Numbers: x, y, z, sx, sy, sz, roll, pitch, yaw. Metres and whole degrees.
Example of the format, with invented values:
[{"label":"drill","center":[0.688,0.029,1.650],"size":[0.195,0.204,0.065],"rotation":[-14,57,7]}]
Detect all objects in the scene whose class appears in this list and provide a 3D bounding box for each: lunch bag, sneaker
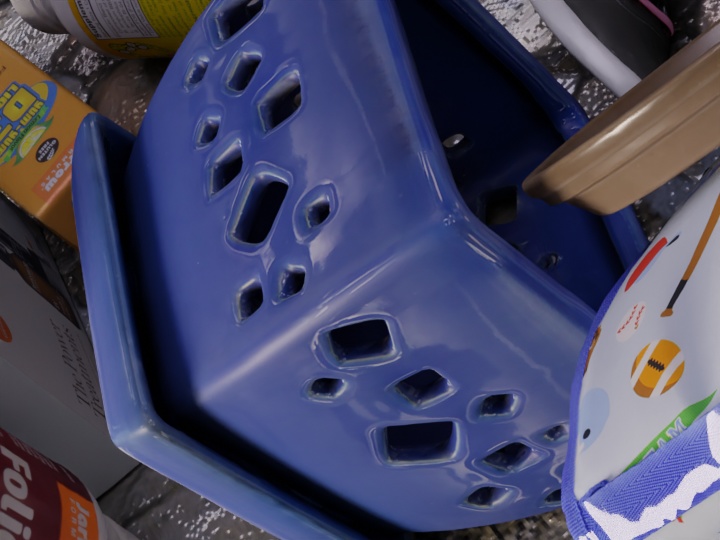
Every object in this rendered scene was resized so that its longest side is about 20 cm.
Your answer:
[{"label":"lunch bag","center":[0.161,0.005,0.595],"size":[0.200,0.124,0.170],"rotation":[-40,-5,-47]},{"label":"sneaker","center":[0.124,-0.151,0.862],"size":[0.099,0.071,0.200],"rotation":[-36,41,18]}]

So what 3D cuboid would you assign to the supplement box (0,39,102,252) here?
[{"label":"supplement box","center":[-0.180,-0.074,1.043],"size":[0.067,0.069,0.200],"rotation":[-52,46,-4]}]

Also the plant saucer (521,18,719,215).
[{"label":"plant saucer","center":[0.142,-0.081,0.659],"size":[0.200,0.029,0.200],"rotation":[-39,0,0]}]

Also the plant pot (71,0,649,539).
[{"label":"plant pot","center":[0.000,0.000,0.767],"size":[0.180,0.200,0.200],"rotation":[-34,46,20]}]

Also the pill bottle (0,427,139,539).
[{"label":"pill bottle","center":[-0.180,0.117,0.813],"size":[0.114,0.200,0.114],"rotation":[-19,51,26]}]

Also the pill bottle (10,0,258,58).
[{"label":"pill bottle","center":[-0.097,-0.166,1.018],"size":[0.200,0.104,0.104],"rotation":[4,63,39]}]

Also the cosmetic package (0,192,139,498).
[{"label":"cosmetic package","center":[-0.196,0.009,0.936],"size":[0.052,0.151,0.200],"rotation":[-40,45,8]}]
